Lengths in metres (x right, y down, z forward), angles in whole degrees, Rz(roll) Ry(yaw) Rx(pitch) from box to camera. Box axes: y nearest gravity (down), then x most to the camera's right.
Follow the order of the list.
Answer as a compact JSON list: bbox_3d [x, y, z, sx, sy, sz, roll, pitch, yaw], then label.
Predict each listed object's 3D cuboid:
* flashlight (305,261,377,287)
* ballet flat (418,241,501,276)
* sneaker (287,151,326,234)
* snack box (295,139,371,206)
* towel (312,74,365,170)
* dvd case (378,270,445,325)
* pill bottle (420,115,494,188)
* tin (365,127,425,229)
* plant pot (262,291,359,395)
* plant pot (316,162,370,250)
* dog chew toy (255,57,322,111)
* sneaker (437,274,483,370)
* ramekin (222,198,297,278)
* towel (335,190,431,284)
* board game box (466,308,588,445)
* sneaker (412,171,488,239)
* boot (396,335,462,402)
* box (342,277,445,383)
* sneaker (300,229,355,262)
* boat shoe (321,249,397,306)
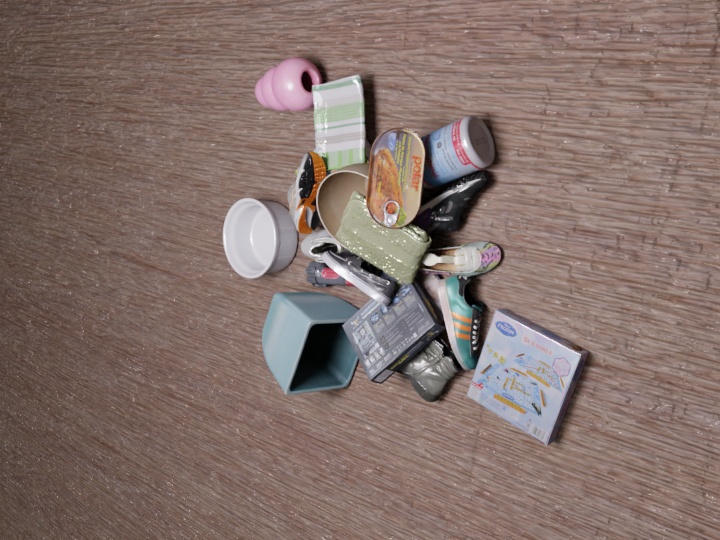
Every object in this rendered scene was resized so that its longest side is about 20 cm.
[{"bbox_3d":[-0.051,0.003,1.780,0.199,0.068,0.068,4,59,46],"label":"flashlight"},{"bbox_3d":[0.191,-0.022,1.564,0.198,0.071,0.070,-4,87,34],"label":"ballet flat"},{"bbox_3d":[-0.139,-0.191,1.765,0.092,0.075,0.202,43,132,42],"label":"sneaker"},{"bbox_3d":[-0.054,-0.238,1.774,0.200,0.053,0.143,-43,66,34],"label":"snack box"},{"bbox_3d":[-0.051,-0.332,1.712,0.148,0.031,0.203,-2,91,41],"label":"towel"},{"bbox_3d":[0.124,0.048,1.673,0.200,0.017,0.143,49,123,26],"label":"dvd case"},{"bbox_3d":[0.168,-0.234,1.551,0.199,0.108,0.110,-19,82,39],"label":"pill bottle"},{"bbox_3d":[0.073,-0.183,1.505,0.111,0.042,0.203,7,89,15],"label":"tin"},{"bbox_3d":[-0.128,0.150,1.790,0.200,0.194,0.198,38,117,40],"label":"plant pot"},{"bbox_3d":[0.022,-0.155,1.648,0.199,0.135,0.202,19,131,23],"label":"plant pot"},{"bbox_3d":[-0.183,-0.444,1.828,0.199,0.124,0.126,1,95,48],"label":"dog chew toy"},{"bbox_3d":[0.222,0.108,1.561,0.079,0.071,0.202,-14,97,19],"label":"sneaker"},{"bbox_3d":[-0.252,-0.084,1.927,0.199,0.097,0.203,4,97,40],"label":"ramekin"},{"bbox_3d":[0.045,-0.065,1.577,0.199,0.037,0.149,32,135,12],"label":"towel"},{"bbox_3d":[0.328,0.208,1.500,0.199,0.041,0.202,29,112,35],"label":"board game box"},{"bbox_3d":[0.197,-0.133,1.577,0.199,0.076,0.088,-28,101,34],"label":"sneaker"},{"bbox_3d":[0.130,0.179,1.647,0.200,0.067,0.131,42,124,20],"label":"boot"},{"bbox_3d":[0.069,0.122,1.633,0.200,0.051,0.158,-43,53,18],"label":"box"},{"bbox_3d":[-0.094,-0.059,1.785,0.199,0.115,0.075,-1,95,41],"label":"sneaker"},{"bbox_3d":[0.000,0.000,1.646,0.199,0.070,0.067,36,94,33],"label":"boat shoe"}]
